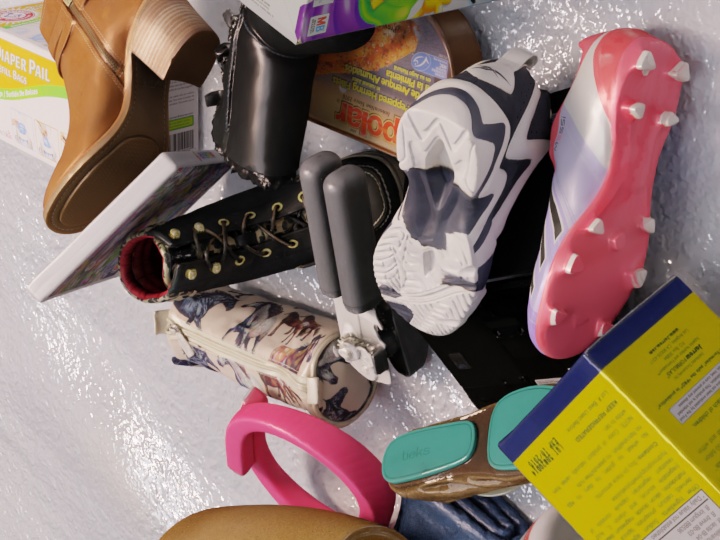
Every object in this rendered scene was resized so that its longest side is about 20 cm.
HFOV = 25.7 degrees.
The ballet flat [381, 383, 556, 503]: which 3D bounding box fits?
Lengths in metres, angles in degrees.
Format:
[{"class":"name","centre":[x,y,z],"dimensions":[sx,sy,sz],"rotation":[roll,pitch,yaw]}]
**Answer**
[{"class":"ballet flat","centre":[0.102,0.126,1.078],"dimensions":[0.200,0.072,0.068],"rotation":[-25,46,43]}]

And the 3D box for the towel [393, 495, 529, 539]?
[{"class":"towel","centre":[0.063,0.243,1.204],"dimensions":[0.112,0.049,0.200],"rotation":[39,132,32]}]

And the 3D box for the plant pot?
[{"class":"plant pot","centre":[-0.044,0.253,1.175],"dimensions":[0.200,0.186,0.187],"rotation":[-26,85,51]}]

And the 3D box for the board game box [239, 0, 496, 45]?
[{"class":"board game box","centre":[0.018,-0.218,0.935],"dimensions":[0.105,0.200,0.103],"rotation":[41,133,33]}]

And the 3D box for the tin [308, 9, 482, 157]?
[{"class":"tin","centre":[0.008,-0.147,1.103],"dimensions":[0.200,0.042,0.112],"rotation":[28,118,43]}]

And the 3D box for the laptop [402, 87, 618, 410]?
[{"class":"laptop","centre":[0.119,0.000,1.064],"dimensions":[0.177,0.103,0.200],"rotation":[-11,122,52]}]

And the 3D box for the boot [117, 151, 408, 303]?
[{"class":"boot","centre":[-0.072,-0.026,1.162],"dimensions":[0.203,0.154,0.074],"rotation":[-14,95,51]}]

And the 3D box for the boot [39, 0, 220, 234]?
[{"class":"boot","centre":[-0.206,-0.142,1.181],"dimensions":[0.155,0.077,0.200],"rotation":[42,109,31]}]

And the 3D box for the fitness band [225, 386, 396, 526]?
[{"class":"fitness band","centre":[-0.040,0.162,1.235],"dimensions":[0.144,0.037,0.200],"rotation":[34,155,13]}]

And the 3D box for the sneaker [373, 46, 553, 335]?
[{"class":"sneaker","centre":[0.076,-0.057,1.001],"dimensions":[0.079,0.130,0.199],"rotation":[26,140,27]}]

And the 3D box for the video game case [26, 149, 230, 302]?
[{"class":"video game case","centre":[-0.170,-0.039,1.207],"dimensions":[0.143,0.200,0.018],"rotation":[-44,89,9]}]

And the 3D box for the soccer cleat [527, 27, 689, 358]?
[{"class":"soccer cleat","centre":[0.138,-0.047,0.944],"dimensions":[0.076,0.067,0.200],"rotation":[25,102,59]}]

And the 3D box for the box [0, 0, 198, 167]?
[{"class":"box","centre":[-0.240,-0.157,1.341],"dimensions":[0.200,0.112,0.101],"rotation":[26,124,42]}]

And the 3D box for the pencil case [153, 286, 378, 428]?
[{"class":"pencil case","centre":[-0.074,0.064,1.257],"dimensions":[0.200,0.089,0.078],"rotation":[18,118,44]}]

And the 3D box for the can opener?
[{"class":"can opener","centre":[0.000,0.000,1.123],"dimensions":[0.053,0.066,0.200],"rotation":[30,146,40]}]

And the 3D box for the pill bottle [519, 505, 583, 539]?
[{"class":"pill bottle","centre":[0.129,0.251,1.075],"dimensions":[0.116,0.116,0.200],"rotation":[52,139,22]}]

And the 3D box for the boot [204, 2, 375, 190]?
[{"class":"boot","centre":[-0.050,-0.133,1.059],"dimensions":[0.198,0.073,0.163],"rotation":[-125,44,-58]}]

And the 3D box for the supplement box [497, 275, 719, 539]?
[{"class":"supplement box","centre":[0.200,0.123,0.914],"dimensions":[0.200,0.109,0.109],"rotation":[47,137,11]}]
